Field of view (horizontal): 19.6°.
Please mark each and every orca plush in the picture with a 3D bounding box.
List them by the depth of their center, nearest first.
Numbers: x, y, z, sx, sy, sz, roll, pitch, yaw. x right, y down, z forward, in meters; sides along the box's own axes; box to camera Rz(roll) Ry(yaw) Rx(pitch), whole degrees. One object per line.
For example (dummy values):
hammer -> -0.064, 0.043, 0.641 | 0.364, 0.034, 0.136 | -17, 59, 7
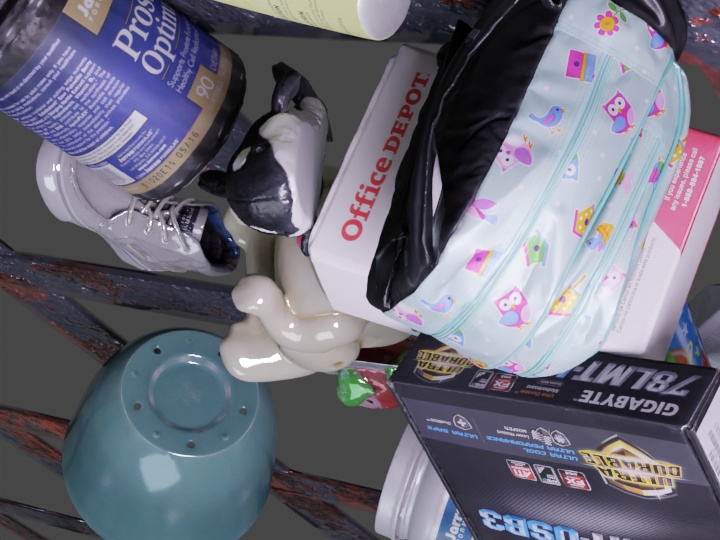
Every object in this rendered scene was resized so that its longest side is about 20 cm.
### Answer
orca plush -> -0.062, -0.071, 1.220 | 0.071, 0.200, 0.105 | -6, 123, 6

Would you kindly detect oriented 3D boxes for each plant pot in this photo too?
plant pot -> -0.167, 0.144, 1.903 | 0.200, 0.201, 0.161 | 23, 150, 0

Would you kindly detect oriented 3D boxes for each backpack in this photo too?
backpack -> 0.086, -0.050, 1.049 | 0.126, 0.200, 0.167 | 25, 161, -5

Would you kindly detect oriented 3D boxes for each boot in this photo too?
boot -> -0.159, -0.050, 1.562 | 0.095, 0.074, 0.200 | 8, 165, 23

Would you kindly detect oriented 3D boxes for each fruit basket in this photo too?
fruit basket -> 0.044, 0.086, 1.558 | 0.200, 0.094, 0.185 | 0, 172, 15

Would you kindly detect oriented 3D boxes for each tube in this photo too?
tube -> -0.066, -0.167, 1.150 | 0.200, 0.052, 0.058 | 17, 123, 32

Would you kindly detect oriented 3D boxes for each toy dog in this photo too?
toy dog -> 0.000, 0.000, 1.394 | 0.194, 0.140, 0.200 | 13, 164, -12

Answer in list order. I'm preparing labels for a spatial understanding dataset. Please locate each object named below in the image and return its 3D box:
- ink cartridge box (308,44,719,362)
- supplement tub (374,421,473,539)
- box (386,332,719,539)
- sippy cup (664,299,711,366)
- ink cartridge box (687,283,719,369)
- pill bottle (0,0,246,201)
ink cartridge box -> 0.091, -0.026, 1.191 | 0.200, 0.145, 0.084 | 18, 160, 16
supplement tub -> 0.127, 0.201, 1.774 | 0.200, 0.145, 0.145 | 19, 161, 11
box -> 0.138, 0.125, 1.172 | 0.200, 0.050, 0.199 | 7, 138, 38
sippy cup -> 0.159, 0.057, 1.308 | 0.139, 0.178, 0.130 | -19, 124, 24
ink cartridge box -> 0.300, 0.049, 1.339 | 0.162, 0.057, 0.200 | 26, 143, -8
pill bottle -> -0.177, -0.136, 1.261 | 0.200, 0.112, 0.112 | 34, 159, -29
